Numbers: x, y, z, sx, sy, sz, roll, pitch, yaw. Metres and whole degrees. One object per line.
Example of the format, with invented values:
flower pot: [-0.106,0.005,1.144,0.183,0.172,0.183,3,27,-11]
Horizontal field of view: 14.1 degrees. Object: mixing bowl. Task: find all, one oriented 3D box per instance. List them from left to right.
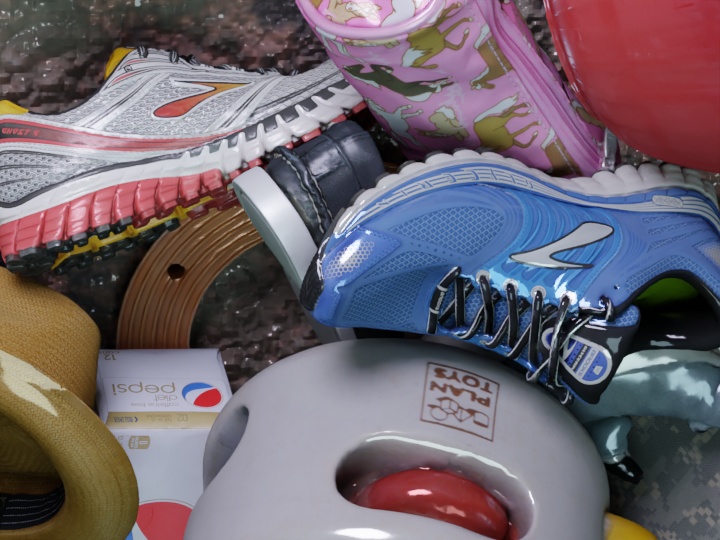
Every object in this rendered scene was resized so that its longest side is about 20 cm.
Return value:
mixing bowl: [0.139,-0.121,1.202,0.108,0.200,0.200,-12,126,21]

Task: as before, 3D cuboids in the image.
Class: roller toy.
roller toy: [0.017,0.124,1.253,0.199,0.140,0.183,-17,130,25]

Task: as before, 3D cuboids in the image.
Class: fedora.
fedora: [-0.175,0.050,1.284,0.200,0.082,0.201,19,147,13]

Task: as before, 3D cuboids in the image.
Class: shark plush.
shark plush: [0.117,0.053,1.287,0.199,0.091,0.084,11,98,6]

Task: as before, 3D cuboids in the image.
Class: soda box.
soda box: [-0.105,0.134,1.382,0.068,0.064,0.201,0,124,-15]

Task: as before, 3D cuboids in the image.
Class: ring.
ring: [-0.016,0.030,1.374,0.200,0.019,0.201,-3,123,-5]

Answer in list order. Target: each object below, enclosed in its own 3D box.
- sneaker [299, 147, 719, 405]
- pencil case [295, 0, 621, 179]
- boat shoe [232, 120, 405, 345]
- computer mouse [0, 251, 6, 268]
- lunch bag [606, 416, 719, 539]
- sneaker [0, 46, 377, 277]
sneaker: [0.072,0.005,1.189,0.199,0.089,0.079,-3,141,-23]
pencil case: [0.042,-0.084,1.205,0.086,0.083,0.200,-27,144,11]
boat shoe: [0.000,0.000,1.274,0.060,0.076,0.200,-34,159,-5]
computer mouse: [-0.165,0.044,1.357,0.058,0.034,0.200,-25,123,9]
lunch bag: [0.218,0.081,1.365,0.164,0.118,0.200,-50,149,14]
sneaker: [-0.071,-0.069,1.264,0.199,0.082,0.078,-20,170,-14]
